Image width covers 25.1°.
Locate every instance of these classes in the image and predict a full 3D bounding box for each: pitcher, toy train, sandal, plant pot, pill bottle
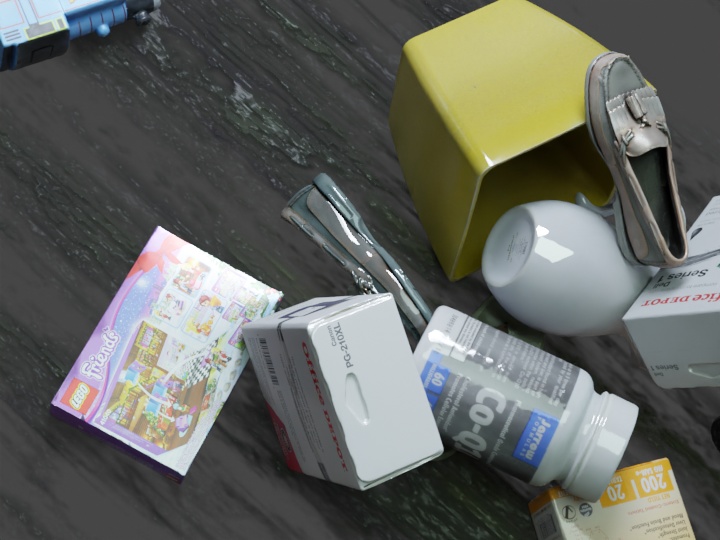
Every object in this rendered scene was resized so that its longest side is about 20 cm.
[{"bbox_3d":[0.222,-0.014,1.535,0.200,0.121,0.172,21,76,-29],"label":"pitcher"},{"bbox_3d":[-0.285,-0.273,1.574,0.200,0.087,0.115,-22,84,-21],"label":"toy train"},{"bbox_3d":[0.115,0.098,1.529,0.080,0.057,0.201,36,64,2],"label":"sandal"},{"bbox_3d":[0.135,-0.143,1.564,0.200,0.200,0.177,-25,66,-20],"label":"plant pot"},{"bbox_3d":[0.137,0.122,1.441,0.200,0.114,0.114,25,66,6],"label":"pill bottle"}]

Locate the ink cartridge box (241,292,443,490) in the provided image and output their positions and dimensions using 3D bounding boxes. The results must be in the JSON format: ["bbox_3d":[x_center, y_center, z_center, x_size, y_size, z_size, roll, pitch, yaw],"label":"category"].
[{"bbox_3d":[-0.019,0.101,1.402,0.084,0.200,0.145,-20,95,-19],"label":"ink cartridge box"}]

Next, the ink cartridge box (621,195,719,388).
[{"bbox_3d":[0.354,0.012,1.484,0.200,0.146,0.084,-47,114,-36],"label":"ink cartridge box"}]

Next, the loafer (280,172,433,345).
[{"bbox_3d":[0.000,0.000,1.546,0.063,0.072,0.200,-36,73,-2],"label":"loafer"}]

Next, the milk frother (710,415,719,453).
[{"bbox_3d":[0.471,0.124,1.529,0.200,0.181,0.188,35,67,8],"label":"milk frother"}]

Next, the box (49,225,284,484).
[{"bbox_3d":[-0.175,0.076,1.484,0.137,0.039,0.200,29,66,-1],"label":"box"}]

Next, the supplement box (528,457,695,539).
[{"bbox_3d":[0.247,0.286,1.478,0.126,0.074,0.201,-12,73,-16],"label":"supplement box"}]

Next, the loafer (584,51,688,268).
[{"bbox_3d":[0.255,-0.098,1.444,0.072,0.063,0.201,-21,106,-23],"label":"loafer"}]
